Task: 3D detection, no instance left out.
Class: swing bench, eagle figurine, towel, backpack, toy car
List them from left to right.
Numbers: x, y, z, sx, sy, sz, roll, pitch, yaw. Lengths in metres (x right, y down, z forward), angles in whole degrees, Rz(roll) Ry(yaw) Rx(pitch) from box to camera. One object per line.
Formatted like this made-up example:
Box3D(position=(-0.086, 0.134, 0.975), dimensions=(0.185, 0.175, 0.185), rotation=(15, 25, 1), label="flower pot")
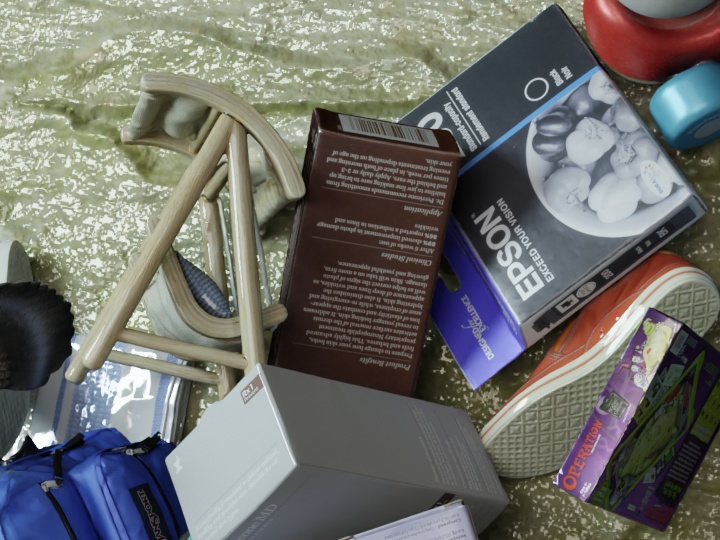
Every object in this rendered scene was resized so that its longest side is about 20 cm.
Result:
Box3D(position=(-0.284, 0.074, 1.317), dimensions=(0.151, 0.200, 0.152), rotation=(21, 113, 0), label="eagle figurine")
Box3D(position=(-0.205, 0.189, 1.379), dimensions=(0.167, 0.200, 0.163), rotation=(-32, 82, 23), label="backpack")
Box3D(position=(-0.222, 0.118, 1.521), dimensions=(0.198, 0.024, 0.148), rotation=(8, 82, 22), label="towel")
Box3D(position=(-0.115, -0.013, 1.396), dimensions=(0.129, 0.199, 0.202), rotation=(13, 82, -9), label="swing bench")
Box3D(position=(0.218, -0.210, 1.319), dimensions=(0.176, 0.200, 0.186), rotation=(-26, 71, 7), label="toy car")

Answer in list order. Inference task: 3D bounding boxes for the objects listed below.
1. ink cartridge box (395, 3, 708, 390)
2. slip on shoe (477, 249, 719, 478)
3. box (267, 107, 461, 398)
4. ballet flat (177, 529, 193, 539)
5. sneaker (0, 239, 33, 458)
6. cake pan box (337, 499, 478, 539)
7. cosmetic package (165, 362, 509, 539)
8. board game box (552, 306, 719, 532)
Box3D(position=(0.105, -0.054, 1.398), dimensions=(0.200, 0.043, 0.199), rotation=(-38, 55, 11), label="ink cartridge box")
Box3D(position=(0.155, 0.064, 1.372), dimensions=(0.200, 0.074, 0.061), rotation=(-46, 32, 14), label="slip on shoe")
Box3D(position=(0.000, 0.000, 1.380), dimensions=(0.099, 0.075, 0.202), rotation=(10, 105, -7), label="box")
Box3D(position=(-0.090, 0.261, 1.280), dimensions=(0.067, 0.068, 0.202), rotation=(-15, 84, 12), label="ballet flat")
Box3D(position=(-0.289, 0.067, 1.502), dimensions=(0.081, 0.074, 0.201), rotation=(-12, 43, 12), label="sneaker")
Box3D(position=(-0.002, 0.255, 1.209), dimensions=(0.198, 0.052, 0.186), rotation=(-19, 73, 0), label="cake pan box")
Box3D(position=(-0.014, 0.136, 1.317), dimensions=(0.107, 0.199, 0.091), rotation=(-47, 52, 29), label="cosmetic package")
Box3D(position=(0.184, 0.097, 1.274), dimensions=(0.032, 0.200, 0.121), rotation=(24, 87, 24), label="board game box")
